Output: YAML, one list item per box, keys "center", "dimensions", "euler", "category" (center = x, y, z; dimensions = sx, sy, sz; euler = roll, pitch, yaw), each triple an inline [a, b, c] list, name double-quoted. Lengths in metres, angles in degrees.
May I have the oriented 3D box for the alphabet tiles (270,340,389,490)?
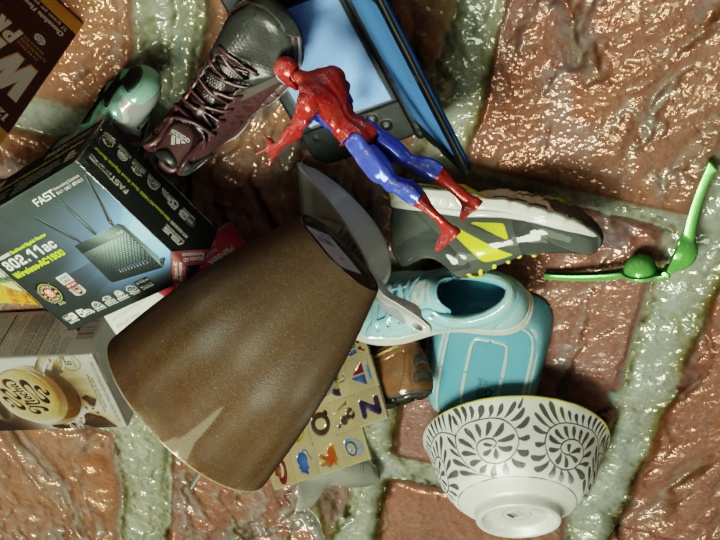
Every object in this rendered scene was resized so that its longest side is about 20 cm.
- center: [-0.062, 0.130, 1.259]
  dimensions: [0.199, 0.006, 0.168]
  euler: [-23, 79, 33]
  category: "alphabet tiles"

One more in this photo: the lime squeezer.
- center: [0.262, -0.018, 1.120]
  dimensions: [0.071, 0.038, 0.200]
  euler: [39, 128, -19]
  category: "lime squeezer"

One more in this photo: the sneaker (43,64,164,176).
- center: [-0.206, -0.099, 1.141]
  dimensions: [0.140, 0.078, 0.200]
  euler: [38, 137, -20]
  category: "sneaker"

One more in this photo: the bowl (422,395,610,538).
- center: [0.163, 0.218, 1.267]
  dimensions: [0.199, 0.095, 0.201]
  euler: [2, 147, 1]
  category: "bowl"

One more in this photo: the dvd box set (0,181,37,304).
- center: [-0.407, -0.029, 1.268]
  dimensions: [0.198, 0.030, 0.147]
  euler: [3, 130, 10]
  category: "dvd box set"

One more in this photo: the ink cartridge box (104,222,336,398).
- center: [-0.142, 0.078, 1.219]
  dimensions: [0.146, 0.083, 0.201]
  euler: [-30, 95, 31]
  category: "ink cartridge box"

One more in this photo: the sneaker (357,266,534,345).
- center: [0.062, 0.024, 1.159]
  dimensions: [0.198, 0.075, 0.082]
  euler: [-7, 158, 16]
  category: "sneaker"

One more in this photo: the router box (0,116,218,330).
- center: [-0.251, -0.036, 1.119]
  dimensions: [0.199, 0.062, 0.150]
  euler: [-22, 123, 38]
  category: "router box"

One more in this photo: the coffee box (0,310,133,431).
- center: [-0.353, 0.110, 1.339]
  dimensions: [0.198, 0.080, 0.114]
  euler: [-4, 129, 16]
  category: "coffee box"

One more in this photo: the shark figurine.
- center: [-0.081, 0.221, 1.344]
  dimensions: [0.212, 0.090, 0.128]
  euler: [8, 156, -1]
  category: "shark figurine"

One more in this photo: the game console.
- center: [-0.015, -0.162, 1.009]
  dimensions: [0.169, 0.119, 0.201]
  euler: [-16, 124, 24]
  category: "game console"

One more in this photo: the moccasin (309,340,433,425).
- center: [-0.016, 0.117, 1.269]
  dimensions: [0.073, 0.078, 0.201]
  euler: [5, 157, -45]
  category: "moccasin"

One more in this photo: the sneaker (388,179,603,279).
- center: [0.120, -0.031, 1.106]
  dimensions: [0.198, 0.074, 0.085]
  euler: [11, 105, 15]
  category: "sneaker"

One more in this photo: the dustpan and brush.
- center: [0.000, 0.000, 1.118]
  dimensions: [0.199, 0.057, 0.140]
  euler: [28, 138, 31]
  category: "dustpan and brush"

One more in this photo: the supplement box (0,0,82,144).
- center: [-0.375, -0.153, 1.044]
  dimensions: [0.197, 0.201, 0.133]
  euler: [-33, 117, 33]
  category: "supplement box"

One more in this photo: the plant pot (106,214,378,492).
- center: [-0.085, 0.054, 1.058]
  dimensions: [0.187, 0.187, 0.200]
  euler: [39, 102, -20]
  category: "plant pot"

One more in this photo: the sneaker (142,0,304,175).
- center: [-0.121, -0.138, 1.023]
  dimensions: [0.076, 0.116, 0.200]
  euler: [39, 145, -2]
  category: "sneaker"

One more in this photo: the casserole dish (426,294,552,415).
- center: [0.127, 0.095, 1.245]
  dimensions: [0.120, 0.039, 0.201]
  euler: [11, 132, 5]
  category: "casserole dish"

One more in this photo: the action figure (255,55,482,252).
- center: [-0.005, -0.092, 1.004]
  dimensions: [0.200, 0.065, 0.099]
  euler: [44, 145, -5]
  category: "action figure"
